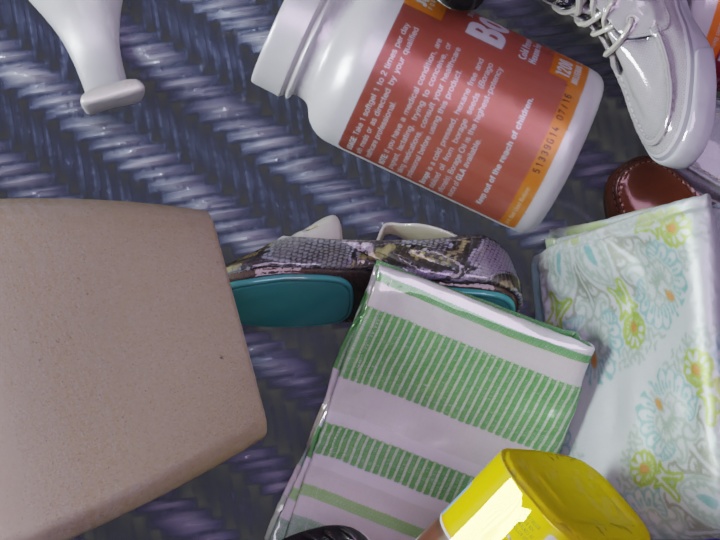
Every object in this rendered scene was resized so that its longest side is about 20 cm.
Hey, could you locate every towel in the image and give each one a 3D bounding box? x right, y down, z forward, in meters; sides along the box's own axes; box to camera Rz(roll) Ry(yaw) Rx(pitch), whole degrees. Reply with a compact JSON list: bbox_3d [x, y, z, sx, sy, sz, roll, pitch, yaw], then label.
[{"bbox_3d":[0.168,0.062,1.240,0.048,0.171,0.200,0,82,-30],"label":"towel"},{"bbox_3d":[0.042,0.110,1.260,0.152,0.023,0.200,20,101,-3],"label":"towel"}]

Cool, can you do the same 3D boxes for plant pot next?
[{"bbox_3d":[-0.166,0.059,1.205,0.177,0.200,0.200,-13,83,-20],"label":"plant pot"}]

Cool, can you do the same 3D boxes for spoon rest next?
[{"bbox_3d":[-0.180,-0.184,1.303,0.099,0.061,0.200,-14,70,-9],"label":"spoon rest"}]

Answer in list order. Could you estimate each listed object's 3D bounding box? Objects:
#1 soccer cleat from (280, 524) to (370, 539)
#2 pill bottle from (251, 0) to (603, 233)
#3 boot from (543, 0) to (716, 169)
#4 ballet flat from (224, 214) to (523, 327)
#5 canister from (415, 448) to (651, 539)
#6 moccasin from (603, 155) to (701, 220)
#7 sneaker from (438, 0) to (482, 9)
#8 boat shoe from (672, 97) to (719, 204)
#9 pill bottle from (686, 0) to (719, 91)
[{"bbox_3d":[-0.078,0.202,1.246,0.200,0.073,0.068,-12,57,13],"label":"soccer cleat"},{"bbox_3d":[0.040,-0.112,1.280,0.200,0.112,0.112,25,80,-2],"label":"pill bottle"},{"bbox_3d":[0.149,-0.151,1.248,0.095,0.074,0.200,11,50,-23],"label":"boot"},{"bbox_3d":[0.000,0.000,1.292,0.200,0.072,0.072,2,82,-6],"label":"ballet flat"},{"bbox_3d":[0.061,0.198,1.187,0.200,0.148,0.087,-48,63,15],"label":"canister"},{"bbox_3d":[0.221,0.017,1.297,0.074,0.078,0.202,-26,85,-9],"label":"moccasin"},{"bbox_3d":[0.031,-0.220,1.267,0.115,0.201,0.076,14,118,9],"label":"sneaker"},{"bbox_3d":[0.286,-0.064,1.321,0.202,0.065,0.075,21,80,-2],"label":"boat shoe"},{"bbox_3d":[0.295,-0.154,1.311,0.200,0.110,0.110,13,81,-6],"label":"pill bottle"}]
